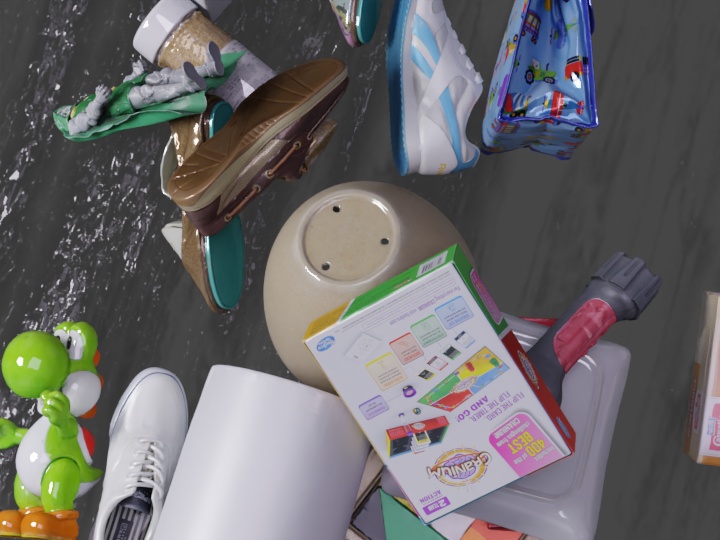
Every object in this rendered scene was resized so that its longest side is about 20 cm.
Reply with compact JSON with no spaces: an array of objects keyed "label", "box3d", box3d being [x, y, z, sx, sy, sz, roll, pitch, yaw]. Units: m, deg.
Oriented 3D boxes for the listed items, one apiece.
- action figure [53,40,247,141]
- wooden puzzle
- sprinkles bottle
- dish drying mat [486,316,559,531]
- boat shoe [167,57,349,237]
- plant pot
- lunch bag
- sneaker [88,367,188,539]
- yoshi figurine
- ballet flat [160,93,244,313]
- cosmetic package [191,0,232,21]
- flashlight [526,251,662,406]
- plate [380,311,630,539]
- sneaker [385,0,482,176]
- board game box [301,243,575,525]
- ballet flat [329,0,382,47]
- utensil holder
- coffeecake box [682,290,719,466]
[{"label":"action figure","box3d":[-0.208,-0.155,1.718,0.118,0.199,0.055,-45,113,-48]},{"label":"wooden puzzle","box3d":[0.082,0.217,1.735,0.185,0.037,0.200,37,82,3]},{"label":"sprinkles bottle","box3d":[-0.116,-0.173,1.762,0.200,0.068,0.068,39,83,3]},{"label":"dish drying mat","box3d":[0.150,0.139,1.734,0.076,0.018,0.201,3,69,-8]},{"label":"boat shoe","box3d":[-0.081,-0.109,1.696,0.200,0.072,0.072,-45,127,-17]},{"label":"plant pot","box3d":[0.000,0.000,1.680,0.199,0.135,0.202,-5,64,9]},{"label":"lunch bag","box3d":[0.165,-0.215,1.738,0.093,0.151,0.201,4,83,-2]},{"label":"sneaker","box3d":[-0.194,0.187,1.703,0.073,0.071,0.201,13,86,-19]},{"label":"yoshi figurine","box3d":[-0.290,0.139,1.696,0.112,0.112,0.201,7,79,5]},{"label":"ballet flat","box3d":[-0.150,-0.062,1.742,0.072,0.068,0.201,4,105,29]},{"label":"cosmetic package","box3d":[-0.105,-0.340,1.764,0.081,0.113,0.200,41,85,4]},{"label":"flashlight","box3d":[0.191,0.068,1.687,0.068,0.068,0.200,44,70,7]},{"label":"plate","box3d":[0.135,0.130,1.709,0.199,0.032,0.201,16,68,-1]},{"label":"sneaker","box3d":[0.070,-0.189,1.775,0.080,0.076,0.202,-1,89,-11]},{"label":"board game box","box3d":[0.068,0.099,1.601,0.152,0.040,0.201,-27,105,19]},{"label":"ballet flat","box3d":[-0.001,-0.306,1.792,0.071,0.069,0.201,12,78,17]},{"label":"utensil holder","box3d":[-0.087,0.201,1.667,0.169,0.170,0.201,16,79,0]},{"label":"coffeecake box","box3d":[0.407,0.108,1.734,0.199,0.073,0.155,7,93,-2]}]
